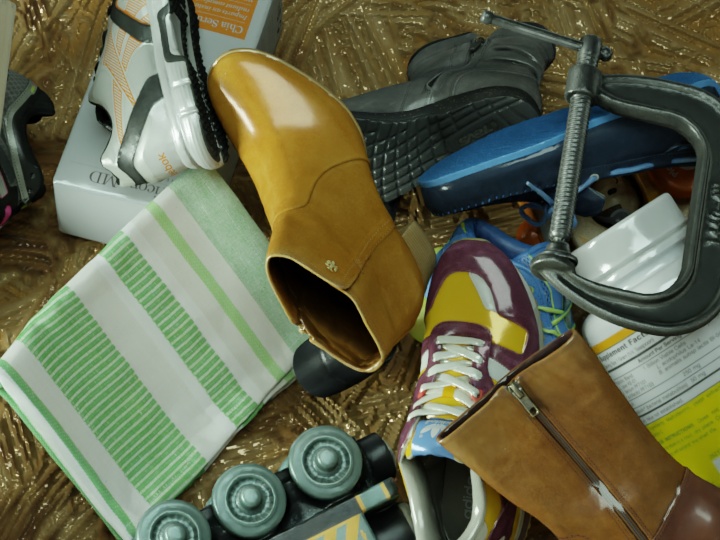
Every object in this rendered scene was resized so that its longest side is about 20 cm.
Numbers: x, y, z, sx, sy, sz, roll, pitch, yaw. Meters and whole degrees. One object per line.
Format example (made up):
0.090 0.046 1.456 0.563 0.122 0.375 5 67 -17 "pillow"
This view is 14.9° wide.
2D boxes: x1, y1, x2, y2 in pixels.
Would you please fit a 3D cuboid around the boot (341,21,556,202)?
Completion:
0.030 -0.104 1.811 0.199 0.070 0.132 -5 29 9 "boot"

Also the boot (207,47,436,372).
-0.035 -0.039 1.657 0.201 0.071 0.144 48 27 -5 "boot"

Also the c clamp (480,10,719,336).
0.148 -0.054 1.648 0.170 0.027 0.201 9 62 -7 "c clamp"

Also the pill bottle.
0.210 0.056 1.683 0.109 0.109 0.201 -32 88 -17 "pill bottle"

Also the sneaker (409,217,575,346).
0.106 0.048 1.711 0.200 0.105 0.076 45 37 20 "sneaker"

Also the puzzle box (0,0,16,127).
-0.292 -0.082 1.745 0.025 0.200 0.134 26 54 -35 "puzzle box"

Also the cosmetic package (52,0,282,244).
-0.125 -0.113 1.817 0.101 0.071 0.201 14 63 6 "cosmetic package"

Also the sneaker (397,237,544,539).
0.064 0.080 1.653 0.075 0.090 0.201 -4 88 27 "sneaker"

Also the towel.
-0.121 0.051 1.714 0.200 0.023 0.153 -45 108 -22 "towel"

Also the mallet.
0.000 0.000 1.772 0.041 0.066 0.201 37 37 -22 "mallet"

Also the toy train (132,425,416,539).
-0.055 0.176 1.666 0.199 0.085 0.114 -25 79 -17 "toy train"

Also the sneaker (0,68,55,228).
-0.248 -0.044 1.774 0.087 0.074 0.201 18 75 -22 "sneaker"

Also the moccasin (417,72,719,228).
0.137 -0.063 1.707 0.199 0.080 0.069 -17 106 -2 "moccasin"

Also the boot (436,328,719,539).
0.119 0.164 1.608 0.188 0.069 0.200 -43 105 10 "boot"

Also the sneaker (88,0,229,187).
-0.142 -0.139 1.748 0.080 0.074 0.201 -22 52 11 "sneaker"

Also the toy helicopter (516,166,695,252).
0.158 -0.001 1.766 0.131 0.079 0.201 5 74 -6 "toy helicopter"
